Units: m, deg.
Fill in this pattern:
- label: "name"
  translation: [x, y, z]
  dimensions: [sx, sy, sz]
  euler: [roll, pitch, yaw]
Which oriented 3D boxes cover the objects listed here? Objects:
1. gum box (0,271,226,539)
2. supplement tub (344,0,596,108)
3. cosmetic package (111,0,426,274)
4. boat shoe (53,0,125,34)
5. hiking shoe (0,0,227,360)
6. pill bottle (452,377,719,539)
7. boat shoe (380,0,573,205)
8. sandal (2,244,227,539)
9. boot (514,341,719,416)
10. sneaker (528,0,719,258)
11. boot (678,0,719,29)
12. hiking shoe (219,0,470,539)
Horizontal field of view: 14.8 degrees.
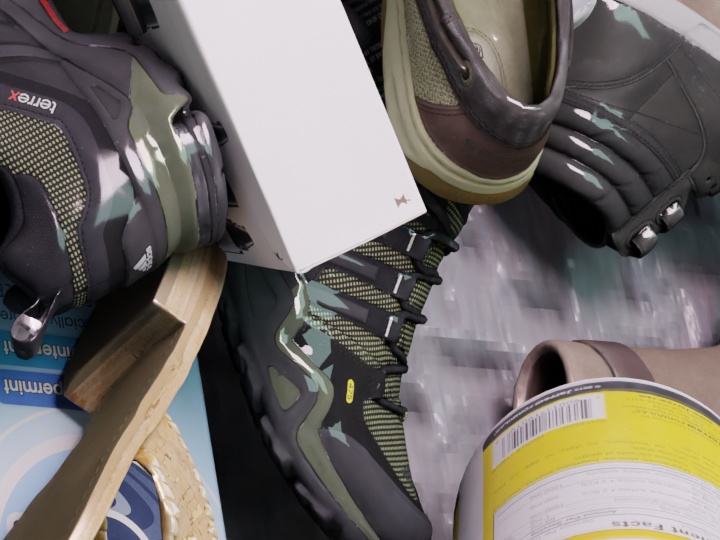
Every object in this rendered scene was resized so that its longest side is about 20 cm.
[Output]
- label: "gum box"
  translation: [-0.116, 0.098, 0.839]
  dimensions: [0.170, 0.045, 0.201]
  euler: [7, 63, -42]
- label: "supplement tub"
  translation: [-0.008, -0.155, 1.024]
  dimensions: [0.122, 0.122, 0.200]
  euler: [-28, 90, -49]
- label: "cosmetic package"
  translation: [-0.051, -0.100, 0.839]
  dimensions: [0.051, 0.083, 0.201]
  euler: [-26, 100, -17]
- label: "boat shoe"
  translation: [-0.105, -0.105, 0.944]
  dimensions: [0.066, 0.074, 0.200]
  euler: [50, 29, -58]
- label: "hiking shoe"
  translation: [-0.136, -0.056, 0.835]
  dimensions: [0.200, 0.076, 0.101]
  euler: [35, 53, 27]
- label: "pill bottle"
  translation: [0.084, 0.121, 0.892]
  dimensions: [0.112, 0.112, 0.200]
  euler: [48, 16, -15]
- label: "boat shoe"
  translation: [0.038, -0.124, 0.921]
  dimensions: [0.072, 0.066, 0.202]
  euler: [5, 66, -27]
- label: "sandal"
  translation: [-0.062, 0.075, 0.812]
  dimensions: [0.070, 0.078, 0.212]
  euler: [36, 42, -16]
- label: "boot"
  translation: [0.125, 0.056, 1.078]
  dimensions: [0.146, 0.070, 0.201]
  euler: [20, 52, -30]
- label: "sneaker"
  translation: [0.137, -0.043, 1.120]
  dimensions: [0.200, 0.071, 0.099]
  euler: [26, 90, -29]
- label: "boot"
  translation: [0.083, -0.113, 1.144]
  dimensions: [0.146, 0.070, 0.200]
  euler: [-33, 96, -40]
- label: "hiking shoe"
  translation: [0.000, 0.000, 0.936]
  dimensions: [0.100, 0.076, 0.201]
  euler: [-19, 93, -4]
